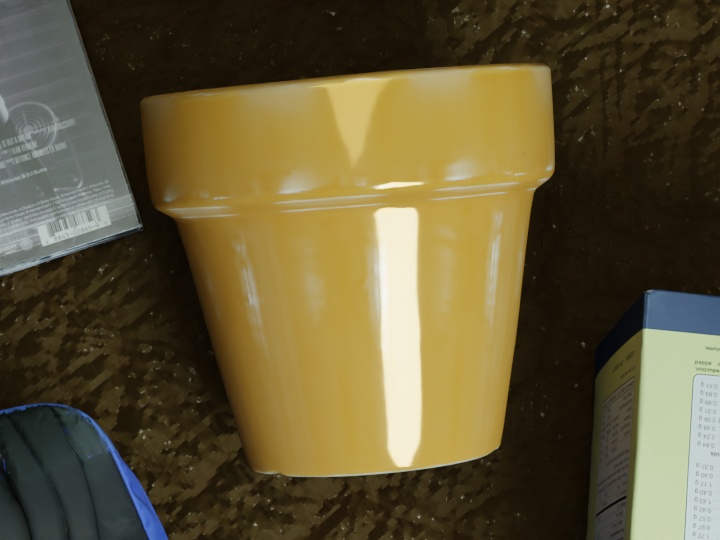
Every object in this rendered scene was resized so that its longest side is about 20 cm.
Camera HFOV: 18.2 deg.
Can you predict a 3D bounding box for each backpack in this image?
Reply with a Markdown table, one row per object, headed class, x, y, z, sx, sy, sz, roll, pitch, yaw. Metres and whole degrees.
| class | x | y | z | sx | sy | sz | roll | pitch | yaw |
| --- | --- | --- | --- | --- | --- | --- | --- | --- | --- |
| backpack | -0.157 | 0.176 | 1.040 | 0.162 | 0.168 | 0.201 | -22 | 74 | -11 |

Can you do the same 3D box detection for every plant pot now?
| class | x | y | z | sx | sy | sz | roll | pitch | yaw |
| --- | --- | --- | --- | --- | --- | --- | --- | --- | --- |
| plant pot | 0.000 | 0.000 | 1.091 | 0.199 | 0.200 | 0.184 | -5 | 93 | -5 |

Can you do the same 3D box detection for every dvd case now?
| class | x | y | z | sx | sy | sz | roll | pitch | yaw |
| --- | --- | --- | --- | --- | --- | --- | --- | --- | --- |
| dvd case | -0.214 | -0.092 | 1.176 | 0.148 | 0.016 | 0.201 | -18 | 79 | -6 |

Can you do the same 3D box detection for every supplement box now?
| class | x | y | z | sx | sy | sz | roll | pitch | yaw |
| --- | --- | --- | --- | --- | --- | --- | --- | --- | --- |
| supplement box | 0.215 | 0.130 | 1.090 | 0.199 | 0.134 | 0.201 | 6 | 76 | -2 |
